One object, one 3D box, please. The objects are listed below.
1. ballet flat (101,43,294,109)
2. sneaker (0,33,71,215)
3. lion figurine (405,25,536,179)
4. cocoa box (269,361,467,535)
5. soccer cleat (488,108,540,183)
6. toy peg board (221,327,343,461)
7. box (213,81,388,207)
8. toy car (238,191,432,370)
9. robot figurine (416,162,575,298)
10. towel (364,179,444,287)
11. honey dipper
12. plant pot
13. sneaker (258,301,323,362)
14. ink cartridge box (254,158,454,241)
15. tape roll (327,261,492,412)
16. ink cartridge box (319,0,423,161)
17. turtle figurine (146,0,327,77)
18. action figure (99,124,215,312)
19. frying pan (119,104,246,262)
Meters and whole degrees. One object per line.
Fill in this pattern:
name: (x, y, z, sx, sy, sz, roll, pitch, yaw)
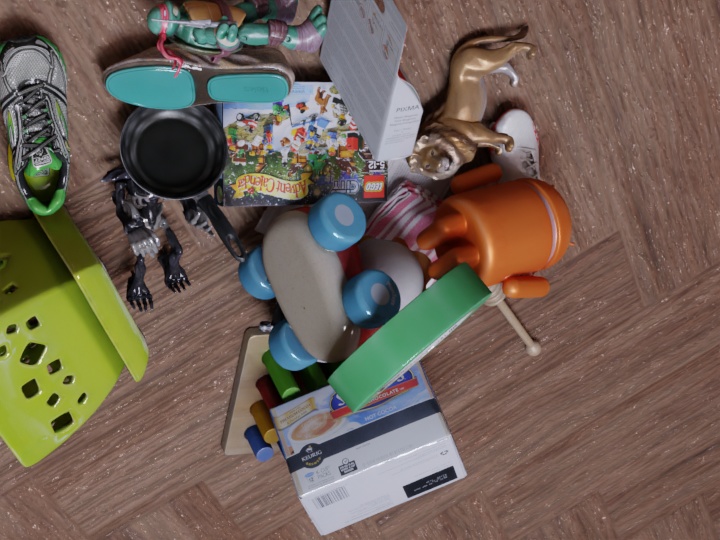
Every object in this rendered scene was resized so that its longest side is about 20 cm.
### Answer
ballet flat: (-0.169, -0.208, 1.392, 0.199, 0.067, 0.068, 2, 137, -7)
sneaker: (-0.326, -0.148, 1.354, 0.078, 0.085, 0.201, -14, 129, -16)
lion figurine: (0.126, -0.200, 1.550, 0.122, 0.072, 0.201, 11, 90, -14)
cocoa box: (0.010, 0.213, 1.636, 0.199, 0.132, 0.134, -22, 147, 0)
soccer cleat: (0.200, -0.108, 1.649, 0.068, 0.085, 0.201, -16, 130, -15)
toy peg board: (-0.060, 0.178, 1.727, 0.199, 0.098, 0.200, -2, 125, -25)
box: (-0.065, -0.143, 1.482, 0.199, 0.038, 0.137, -3, 99, -24)
toy car: (0.000, 0.000, 1.515, 0.200, 0.177, 0.184, -18, 170, -42)
robot figurine: (0.165, -0.043, 1.556, 0.199, 0.144, 0.117, -16, 130, -30)
towel: (0.080, -0.014, 1.623, 0.200, 0.030, 0.146, 27, 111, -35)
honey dipper: (0.205, 0.061, 1.816, 0.038, 0.038, 0.200, -38, 135, 4)
plant pot: (-0.350, 0.052, 1.425, 0.181, 0.200, 0.199, -32, 132, -11)
sneaker: (-0.042, 0.052, 1.659, 0.200, 0.113, 0.076, -25, 124, -57)
ink cartridge box: (-0.009, -0.089, 1.595, 0.199, 0.050, 0.161, 20, 114, -23)
tape roll: (0.054, 0.073, 1.444, 0.200, 0.048, 0.200, -41, 174, -5)
ink cartridge box: (0.019, -0.236, 1.374, 0.057, 0.163, 0.200, -13, 148, -24)
turtle figurine: (-0.141, -0.261, 1.334, 0.199, 0.150, 0.101, -3, 147, -35)
action figure: (-0.220, -0.055, 1.467, 0.119, 0.102, 0.201, -21, 133, -30)
frying pan: (-0.169, -0.106, 1.411, 0.190, 0.031, 0.115, 38, 71, -4)
